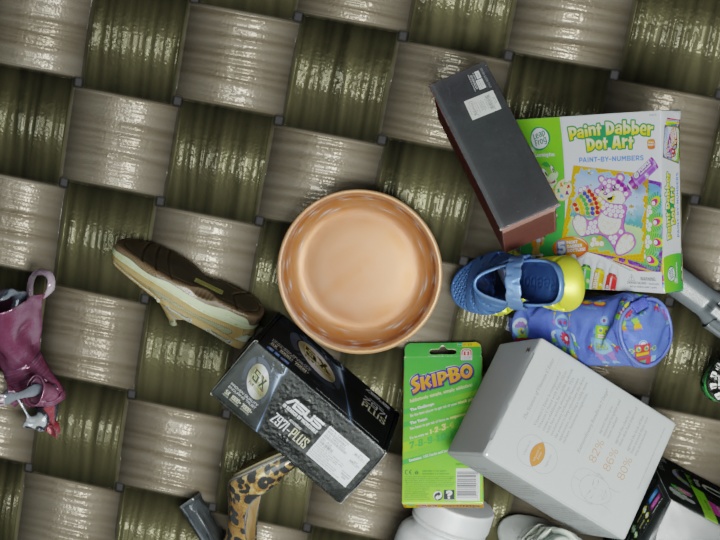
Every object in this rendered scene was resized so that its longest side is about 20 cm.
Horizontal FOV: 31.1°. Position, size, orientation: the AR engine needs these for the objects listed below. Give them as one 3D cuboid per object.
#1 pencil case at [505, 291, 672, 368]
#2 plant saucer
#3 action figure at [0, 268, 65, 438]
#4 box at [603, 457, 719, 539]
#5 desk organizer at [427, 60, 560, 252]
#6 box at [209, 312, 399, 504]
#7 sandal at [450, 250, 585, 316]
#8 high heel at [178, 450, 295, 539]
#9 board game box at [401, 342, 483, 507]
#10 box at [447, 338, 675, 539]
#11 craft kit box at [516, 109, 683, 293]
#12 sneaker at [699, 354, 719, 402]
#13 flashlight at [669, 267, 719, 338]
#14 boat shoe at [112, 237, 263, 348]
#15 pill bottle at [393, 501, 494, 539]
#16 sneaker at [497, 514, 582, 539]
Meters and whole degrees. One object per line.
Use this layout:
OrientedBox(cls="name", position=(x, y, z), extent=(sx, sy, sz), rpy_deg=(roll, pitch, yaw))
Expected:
OrientedBox(cls="pencil case", position=(0.257, 0.063, 1.468), extent=(0.078, 0.200, 0.087), rpy_deg=(-28, 105, -31))
OrientedBox(cls="plant saucer", position=(0.000, 0.000, 1.562), extent=(0.200, 0.037, 0.201), rpy_deg=(1, 100, 7))
OrientedBox(cls="action figure", position=(-0.420, 0.118, 1.617), extent=(0.149, 0.134, 0.200), rpy_deg=(-39, 111, -31))
OrientedBox(cls="box", position=(0.376, 0.315, 1.486), extent=(0.148, 0.200, 0.124), rpy_deg=(27, 99, 1))
OrientedBox(cls="desk organizer", position=(0.151, -0.127, 1.467), extent=(0.072, 0.077, 0.200), rpy_deg=(-23, 67, 0))
OrientedBox(cls="box", position=(-0.061, 0.158, 1.531), extent=(0.200, 0.164, 0.086), rpy_deg=(41, 101, 0))
OrientedBox(cls="sandal", position=(0.161, 0.013, 1.476), extent=(0.087, 0.200, 0.080), rpy_deg=(0, 84, -32))
OrientedBox(cls="high heel", position=(-0.118, 0.310, 1.605), extent=(0.200, 0.071, 0.143), rpy_deg=(-33, 88, 27))
OrientedBox(cls="board game box", position=(0.099, 0.182, 1.544), extent=(0.095, 0.030, 0.200), rpy_deg=(-1, 68, 7))
OrientedBox(cls="box", position=(0.230, 0.193, 1.485), extent=(0.200, 0.106, 0.152), rpy_deg=(33, 74, -13))
OrientedBox(cls="craft kit box", position=(0.266, -0.077, 1.452), extent=(0.200, 0.048, 0.198), rpy_deg=(2, 94, 46))
OrientedBox(cls="sneaker", position=(0.479, 0.088, 1.506), extent=(0.200, 0.085, 0.078), rpy_deg=(-26, 89, -5))
OrientedBox(cls="flashlight", position=(0.363, 0.006, 1.511), extent=(0.200, 0.068, 0.068), rpy_deg=(35, 62, -5))
OrientedBox(cls="boat shoe", position=(-0.221, 0.035, 1.581), extent=(0.200, 0.072, 0.076), rpy_deg=(30, 117, 2))
OrientedBox(cls="pill bottle", position=(0.085, 0.369, 1.574), extent=(0.113, 0.113, 0.200), rpy_deg=(19, 101, 3))
OrientedBox(cls="sneaker", position=(0.229, 0.326, 1.521), extent=(0.070, 0.200, 0.080), rpy_deg=(-43, 123, -16))
